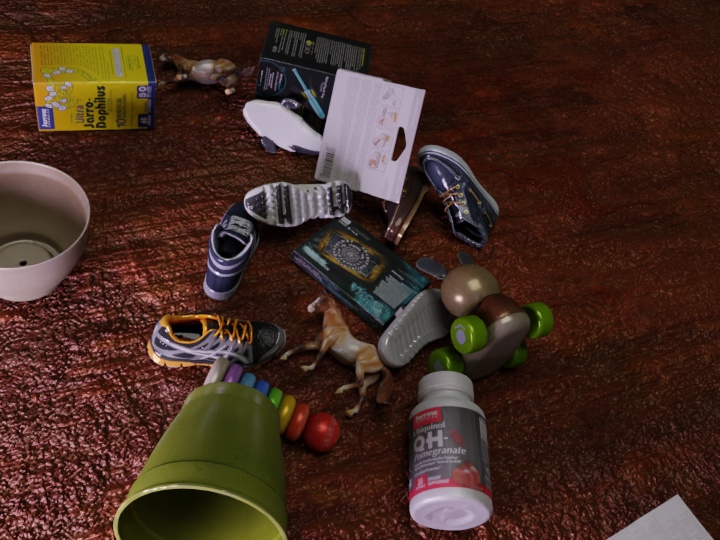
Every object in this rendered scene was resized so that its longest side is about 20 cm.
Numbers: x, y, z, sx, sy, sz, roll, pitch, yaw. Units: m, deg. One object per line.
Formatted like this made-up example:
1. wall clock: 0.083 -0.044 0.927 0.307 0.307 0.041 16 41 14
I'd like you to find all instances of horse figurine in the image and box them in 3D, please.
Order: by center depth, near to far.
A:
1. horse figurine: -0.023 0.133 1.182 0.200 0.050 0.133 36 51 13
2. horse figurine: -0.293 -0.375 1.492 0.200 0.050 0.133 3 30 3

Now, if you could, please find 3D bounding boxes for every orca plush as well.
1. orca plush: -0.122 -0.270 1.470 0.200 0.105 0.071 9 19 -6

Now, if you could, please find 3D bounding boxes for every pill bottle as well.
1. pill bottle: 0.122 0.246 1.093 0.111 0.111 0.200 9 50 -9

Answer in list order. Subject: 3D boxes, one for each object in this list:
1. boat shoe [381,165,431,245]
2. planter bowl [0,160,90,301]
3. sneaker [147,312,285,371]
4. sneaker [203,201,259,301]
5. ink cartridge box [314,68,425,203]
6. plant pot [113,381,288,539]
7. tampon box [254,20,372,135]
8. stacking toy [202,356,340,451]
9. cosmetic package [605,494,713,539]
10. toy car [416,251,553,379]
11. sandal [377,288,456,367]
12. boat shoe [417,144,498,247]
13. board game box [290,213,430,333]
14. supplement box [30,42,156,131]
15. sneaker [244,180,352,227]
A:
1. boat shoe: 0.073 -0.121 1.405 0.070 0.070 0.200 29 41 -1
2. planter bowl: -0.492 -0.040 1.130 0.200 0.135 0.200 8 50 -10
3. sneaker: -0.205 0.098 1.141 0.200 0.077 0.078 -2 51 -20
4. sneaker: -0.197 -0.059 1.248 0.070 0.109 0.200 14 49 -5
5. ink cartridge box: 0.021 -0.235 1.375 0.176 0.200 0.045 19 15 23
6. plant pot: -0.175 0.248 0.969 0.200 0.200 0.193 13 38 -5
7. tampon box: -0.092 -0.359 1.495 0.200 0.150 0.126 12 50 -7
8. stacking toy: -0.121 0.194 1.089 0.200 0.085 0.085 22 49 -3
9. cosmetic package: 0.391 0.395 1.090 0.200 0.051 0.083 -18 57 -27
10. toy car: 0.168 0.055 1.231 0.164 0.158 0.200 -8 54 -32
11. sandal: 0.082 0.086 1.246 0.203 0.050 0.083 -30 100 -47
12. boat shoe: 0.171 -0.132 1.399 0.200 0.071 0.091 41 48 -21
13. board game box: 0.000 0.000 1.311 0.200 0.028 0.135 39 52 15
14. supplement box: -0.468 -0.323 1.384 0.200 0.109 0.110 -5 54 -19
15. sneaker: -0.113 -0.115 1.328 0.200 0.075 0.081 -6 11 -37
